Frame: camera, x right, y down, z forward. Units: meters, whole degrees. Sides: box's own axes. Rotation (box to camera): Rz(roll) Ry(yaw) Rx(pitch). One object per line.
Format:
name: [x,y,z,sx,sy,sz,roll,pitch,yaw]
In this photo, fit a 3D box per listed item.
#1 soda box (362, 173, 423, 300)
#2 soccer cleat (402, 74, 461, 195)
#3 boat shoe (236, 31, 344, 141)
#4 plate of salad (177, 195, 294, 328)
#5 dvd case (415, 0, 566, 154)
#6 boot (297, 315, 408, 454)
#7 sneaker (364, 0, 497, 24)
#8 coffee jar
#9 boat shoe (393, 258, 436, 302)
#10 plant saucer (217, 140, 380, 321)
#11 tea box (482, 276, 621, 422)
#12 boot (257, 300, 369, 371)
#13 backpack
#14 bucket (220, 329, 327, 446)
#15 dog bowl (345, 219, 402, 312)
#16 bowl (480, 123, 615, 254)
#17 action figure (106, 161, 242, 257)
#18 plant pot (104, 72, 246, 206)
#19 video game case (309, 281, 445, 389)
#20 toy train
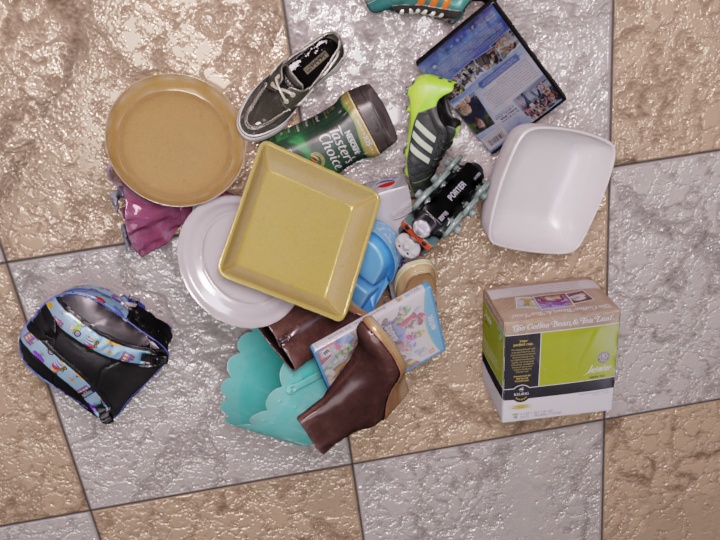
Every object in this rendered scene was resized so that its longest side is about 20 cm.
soda box: [0.060,-0.048,1.228,0.067,0.064,0.202,-14,115,-1]
soccer cleat: [0.109,-0.195,1.148,0.080,0.068,0.202,13,129,21]
boat shoe: [-0.104,-0.268,1.090,0.071,0.064,0.200,45,90,-2]
plate of salad: [-0.174,-0.012,1.104,0.199,0.202,0.048,33,147,-20]
dvd case: [0.197,-0.283,1.136,0.142,0.018,0.200,-35,121,22]
boot: [-0.016,0.170,1.079,0.165,0.072,0.201,-32,137,-12]
sneaker: [0.106,-0.385,1.080,0.197,0.071,0.081,-15,111,-2]
coffee jar: [-0.047,-0.191,1.139,0.198,0.086,0.105,-29,113,6]
boat shoe: [0.092,0.062,1.202,0.073,0.067,0.201,-12,142,-7]
plant saucer: [-0.089,-0.052,1.088,0.198,0.048,0.203,22,77,-21]
tea box: [0.320,0.133,1.303,0.197,0.134,0.199,-5,115,-5]
boot: [-0.053,0.108,1.162,0.201,0.166,0.072,51,139,-3]
backpack: [-0.419,0.111,1.197,0.199,0.135,0.183,39,104,-21]
bucket: [-0.120,0.176,1.232,0.134,0.208,0.208,28,108,-29]
dog bowl: [0.000,0.000,1.207,0.111,0.050,0.201,37,132,9]
bowl: [0.284,-0.135,1.196,0.197,0.075,0.202,5,115,-26]
action figure: [-0.271,-0.096,1.164,0.197,0.150,0.134,-17,157,-16]
plant pot: [-0.264,-0.185,1.095,0.197,0.027,0.203,4,77,-16]
video game case: [0.031,0.116,1.144,0.198,0.018,0.144,-28,132,-11]
toy train: [0.122,-0.092,1.141,0.085,0.200,0.114,40,135,3]
